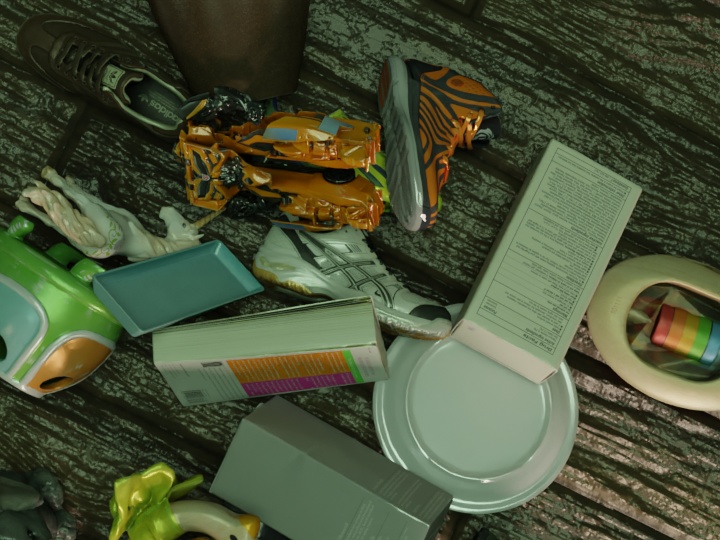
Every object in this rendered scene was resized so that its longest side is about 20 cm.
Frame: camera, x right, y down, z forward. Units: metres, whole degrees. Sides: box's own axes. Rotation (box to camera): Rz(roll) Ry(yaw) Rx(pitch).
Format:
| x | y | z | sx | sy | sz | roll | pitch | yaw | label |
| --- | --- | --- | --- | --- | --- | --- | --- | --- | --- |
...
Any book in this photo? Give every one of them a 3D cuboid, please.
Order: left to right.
| x | y | z | sx | sy | sz | roll | pitch | yaw | label |
| --- | --- | --- | --- | --- | --- | --- | --- | --- | --- |
| -0.078 | 0.081 | 1.578 | 0.198 | 0.134 | 0.048 | -7 | 67 | 3 | book |

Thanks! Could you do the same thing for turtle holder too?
| x | y | z | sx | sy | sz | roll | pitch | yaw | label |
| --- | --- | --- | --- | --- | --- | --- | --- | --- | --- |
| -0.306 | 0.030 | 1.575 | 0.185 | 0.141 | 0.132 | 32 | 86 | -3 | turtle holder |

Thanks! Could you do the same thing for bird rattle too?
| x | y | z | sx | sy | sz | roll | pitch | yaw | label |
| --- | --- | --- | --- | --- | --- | --- | --- | --- | --- |
| -0.165 | 0.269 | 1.506 | 0.161 | 0.113 | 0.202 | 5 | 84 | 12 | bird rattle |

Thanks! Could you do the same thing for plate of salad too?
| x | y | z | sx | sy | sz | roll | pitch | yaw | label |
| --- | --- | --- | --- | --- | --- | --- | --- | --- | --- |
| 0.108 | 0.131 | 1.646 | 0.198 | 0.048 | 0.202 | 2 | 75 | -7 | plate of salad |

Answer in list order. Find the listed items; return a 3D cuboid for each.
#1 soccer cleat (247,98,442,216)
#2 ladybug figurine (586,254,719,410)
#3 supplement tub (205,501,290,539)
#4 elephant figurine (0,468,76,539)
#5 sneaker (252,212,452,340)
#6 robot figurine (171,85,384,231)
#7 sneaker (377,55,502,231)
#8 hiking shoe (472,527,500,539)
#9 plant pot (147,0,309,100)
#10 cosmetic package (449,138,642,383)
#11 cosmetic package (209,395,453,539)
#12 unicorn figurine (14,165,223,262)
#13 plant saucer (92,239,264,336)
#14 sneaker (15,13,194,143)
| x | y | z | sx | sy | sz | roll | pitch | yaw | label |
| --- | --- | --- | --- | --- | --- | --- | --- | --- | --- |
| -0.011 | -0.108 | 1.644 | 0.198 | 0.065 | 0.084 | 20 | 81 | -3 | soccer cleat |
| 0.306 | 0.061 | 1.652 | 0.199 | 0.072 | 0.137 | 25 | 86 | -2 | ladybug figurine |
| -0.125 | 0.319 | 1.589 | 0.106 | 0.107 | 0.202 | 19 | 85 | -3 | supplement tub |
| -0.320 | 0.234 | 1.531 | 0.154 | 0.200 | 0.143 | -16 | 88 | -4 | elephant figurine |
| 0.000 | 0.000 | 1.621 | 0.198 | 0.076 | 0.088 | 22 | 80 | 8 | sneaker |
| -0.079 | -0.095 | 1.574 | 0.198 | 0.146 | 0.058 | 6 | 41 | 12 | robot figurine |
| 0.082 | -0.121 | 1.611 | 0.111 | 0.078 | 0.201 | 5 | 54 | -13 | sneaker |
| 0.135 | 0.308 | 1.566 | 0.100 | 0.200 | 0.076 | 27 | 114 | -4 | hiking shoe |
| -0.120 | -0.258 | 1.601 | 0.185 | 0.187 | 0.202 | -10 | 100 | -5 | plant pot |
| 0.174 | -0.008 | 1.627 | 0.103 | 0.073 | 0.201 | 29 | 74 | -1 | cosmetic package |
| -0.025 | 0.203 | 1.577 | 0.199 | 0.107 | 0.091 | 26 | 104 | 13 | cosmetic package |
| -0.230 | -0.043 | 1.599 | 0.137 | 0.200 | 0.074 | 30 | 112 | 12 | unicorn figurine |
| -0.165 | 0.016 | 1.570 | 0.070 | 0.200 | 0.019 | 47 | 119 | 13 | plant saucer |
| -0.232 | -0.188 | 1.625 | 0.199 | 0.076 | 0.071 | 27 | 85 | -3 | sneaker |
